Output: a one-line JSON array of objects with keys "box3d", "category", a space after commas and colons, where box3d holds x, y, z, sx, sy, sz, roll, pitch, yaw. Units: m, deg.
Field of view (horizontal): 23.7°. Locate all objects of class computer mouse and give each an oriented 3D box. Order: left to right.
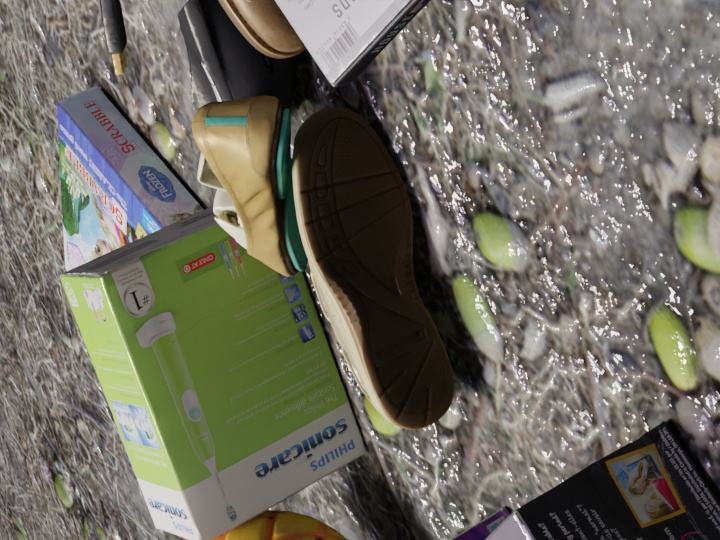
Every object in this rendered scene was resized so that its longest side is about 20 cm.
[{"box3d": [-0.091, -0.136, 1.037, 0.046, 0.140, 0.202, 24, 135, 32], "category": "computer mouse"}]

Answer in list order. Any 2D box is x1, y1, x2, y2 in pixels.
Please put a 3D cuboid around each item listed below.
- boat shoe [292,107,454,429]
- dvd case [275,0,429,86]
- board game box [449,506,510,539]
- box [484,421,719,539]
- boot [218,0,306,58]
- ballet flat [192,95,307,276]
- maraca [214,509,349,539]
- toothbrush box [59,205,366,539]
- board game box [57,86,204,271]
[{"box3d": [0.000, 0.000, 1.055, 0.065, 0.072, 0.202, -1, 110, 70], "category": "boat shoe"}, {"box3d": [-0.021, -0.220, 0.891, 0.150, 0.025, 0.201, -42, 77, 39], "category": "dvd case"}, {"box3d": [0.029, 0.254, 1.073, 0.103, 0.199, 0.105, 54, 152, 18], "category": "board game box"}, {"box3d": [0.124, 0.197, 0.948, 0.133, 0.114, 0.200, 57, 153, 15], "category": "box"}, {"box3d": [-0.051, -0.217, 0.971, 0.075, 0.073, 0.202, 10, 119, 46], "category": "boot"}, {"box3d": [-0.069, -0.055, 1.086, 0.200, 0.062, 0.069, 84, -169, -65], "category": "ballet flat"}, {"box3d": [-0.040, 0.234, 1.189, 0.198, 0.137, 0.108, 18, 137, 27], "category": "maraca"}, {"box3d": [-0.103, 0.067, 1.212, 0.086, 0.145, 0.202, -1, 113, 60], "category": "toothbrush box"}, {"box3d": [-0.179, -0.012, 1.393, 0.200, 0.041, 0.201, 47, 148, 31], "category": "board game box"}]
